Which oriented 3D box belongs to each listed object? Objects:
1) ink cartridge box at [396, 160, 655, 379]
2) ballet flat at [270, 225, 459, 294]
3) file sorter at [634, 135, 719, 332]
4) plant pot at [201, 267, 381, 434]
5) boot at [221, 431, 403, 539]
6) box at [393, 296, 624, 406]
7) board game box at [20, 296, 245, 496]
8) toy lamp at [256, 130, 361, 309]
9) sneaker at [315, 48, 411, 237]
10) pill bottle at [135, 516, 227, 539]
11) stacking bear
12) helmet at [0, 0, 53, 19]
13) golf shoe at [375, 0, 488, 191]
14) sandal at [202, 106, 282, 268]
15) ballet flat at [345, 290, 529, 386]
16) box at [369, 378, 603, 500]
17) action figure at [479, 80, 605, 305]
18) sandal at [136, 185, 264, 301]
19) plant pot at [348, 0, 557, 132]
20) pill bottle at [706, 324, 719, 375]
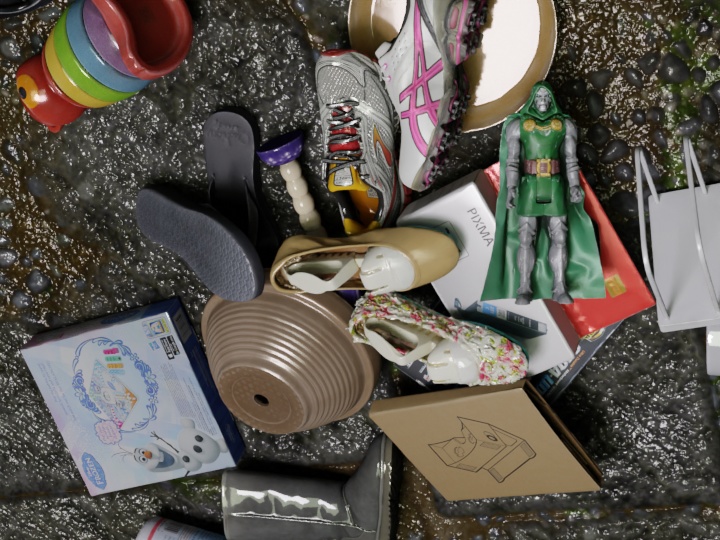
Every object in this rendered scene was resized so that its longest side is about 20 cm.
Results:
[{"bbox_3d":[0.157,-0.006,1.289,0.175,0.045,0.201,-26,103,27],"label":"ink cartridge box"},{"bbox_3d":[0.000,0.000,1.295,0.198,0.063,0.069,-3,123,33],"label":"ballet flat"},{"bbox_3d":[0.346,-0.048,1.187,0.198,0.140,0.125,-10,148,20],"label":"file sorter"},{"bbox_3d":[-0.085,0.103,1.404,0.198,0.093,0.202,14,135,14],"label":"plant pot"},{"bbox_3d":[-0.056,0.241,1.505,0.198,0.073,0.184,12,117,12],"label":"boot"},{"bbox_3d":[0.150,0.064,1.375,0.158,0.046,0.201,34,119,-1],"label":"box"},{"bbox_3d":[-0.257,0.147,1.534,0.197,0.043,0.202,-14,110,20],"label":"board game box"},{"bbox_3d":[-0.048,-0.039,1.378,0.058,0.058,0.202,-16,109,22],"label":"toy lamp"},{"bbox_3d":[0.000,-0.118,1.292,0.077,0.082,0.202,1,125,28],"label":"sneaker"},{"bbox_3d":[-0.167,0.365,1.575,0.198,0.109,0.110,14,118,10],"label":"pill bottle"},{"bbox_3d":[-0.267,-0.209,1.333,0.199,0.113,0.122,-27,92,37],"label":"stacking bear"},{"bbox_3d":[-0.344,-0.326,1.251,0.189,0.200,0.202,-13,118,-23],"label":"helmet"},{"bbox_3d":[0.057,-0.175,1.248,0.091,0.073,0.202,16,108,15],"label":"golf shoe"},{"bbox_3d":[-0.131,-0.066,1.396,0.075,0.043,0.202,-3,114,18],"label":"sandal"},{"bbox_3d":[0.068,0.075,1.307,0.199,0.064,0.076,20,137,36],"label":"ballet flat"},{"bbox_3d":[0.127,0.178,1.392,0.198,0.021,0.164,-12,131,40],"label":"box"},{"bbox_3d":[0.165,-0.071,1.232,0.116,0.055,0.203,-3,97,-2],"label":"action figure"},{"bbox_3d":[-0.158,-0.037,1.375,0.200,0.043,0.077,36,128,38],"label":"sandal"},{"bbox_3d":[0.087,-0.229,1.266,0.197,0.028,0.202,6,116,13],"label":"plant pot"},{"bbox_3d":[0.422,0.054,1.249,0.197,0.120,0.121,0,115,16],"label":"pill bottle"}]
